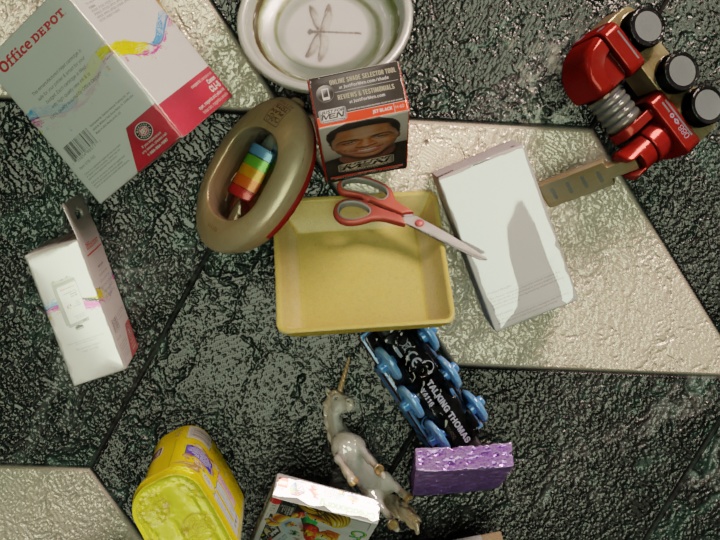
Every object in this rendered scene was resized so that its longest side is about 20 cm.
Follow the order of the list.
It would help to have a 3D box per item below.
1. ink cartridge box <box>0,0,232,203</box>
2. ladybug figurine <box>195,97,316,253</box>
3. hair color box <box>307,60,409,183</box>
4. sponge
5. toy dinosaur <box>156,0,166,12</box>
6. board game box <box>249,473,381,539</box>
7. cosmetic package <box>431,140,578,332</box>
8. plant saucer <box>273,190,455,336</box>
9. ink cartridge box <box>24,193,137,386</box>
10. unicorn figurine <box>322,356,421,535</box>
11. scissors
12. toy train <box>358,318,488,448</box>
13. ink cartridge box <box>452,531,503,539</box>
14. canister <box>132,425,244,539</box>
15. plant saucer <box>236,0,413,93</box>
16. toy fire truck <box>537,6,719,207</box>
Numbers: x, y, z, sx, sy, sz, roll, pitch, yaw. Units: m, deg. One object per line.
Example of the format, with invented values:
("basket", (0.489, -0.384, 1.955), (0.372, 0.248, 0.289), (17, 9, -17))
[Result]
("ink cartridge box", (-0.276, -0.212, 1.389), (0.145, 0.145, 0.200), (-32, 102, 30))
("ladybug figurine", (-0.113, -0.107, 1.458), (0.072, 0.136, 0.200), (26, 98, -52))
("hair color box", (0.000, -0.161, 1.403), (0.101, 0.200, 0.062), (-12, 77, 0))
("sponge", (0.117, 0.237, 1.490), (0.111, 0.200, 0.030), (-4, 73, -1))
("toy dinosaur", (-0.242, -0.370, 1.439), (0.101, 0.058, 0.201), (9, 108, -20))
("board game box", (-0.060, 0.312, 1.505), (0.126, 0.035, 0.200), (15, 144, -5))
("cosmetic package", (0.170, -0.042, 1.498), (0.112, 0.081, 0.201), (-20, 99, 0))
("plant saucer", (0.000, 0.000, 1.466), (0.199, 0.201, 0.049), (-3, 142, -2))
("ink cartridge box", (-0.328, 0.019, 1.462), (0.067, 0.116, 0.201), (-18, 99, 0))
("unicorn figurine", (0.003, 0.228, 1.523), (0.074, 0.137, 0.201), (-23, 115, -10))
("scissors", (0.061, -0.064, 1.476), (0.199, 0.014, 0.073), (15, 55, 13))
("toy train", (0.073, 0.135, 1.504), (0.087, 0.114, 0.200), (-36, 100, -13))
("ink cartridge box", (0.088, 0.408, 1.537), (0.199, 0.075, 0.165), (-9, 134, -2))
("canister", (-0.194, 0.275, 1.471), (0.086, 0.200, 0.149), (-28, 100, 2))
("plant saucer", (-0.039, -0.276, 1.433), (0.199, 0.050, 0.201), (-2, 65, 4))
("toy fire truck", (0.285, -0.176, 1.457), (0.200, 0.129, 0.176), (-43, 100, -16))
